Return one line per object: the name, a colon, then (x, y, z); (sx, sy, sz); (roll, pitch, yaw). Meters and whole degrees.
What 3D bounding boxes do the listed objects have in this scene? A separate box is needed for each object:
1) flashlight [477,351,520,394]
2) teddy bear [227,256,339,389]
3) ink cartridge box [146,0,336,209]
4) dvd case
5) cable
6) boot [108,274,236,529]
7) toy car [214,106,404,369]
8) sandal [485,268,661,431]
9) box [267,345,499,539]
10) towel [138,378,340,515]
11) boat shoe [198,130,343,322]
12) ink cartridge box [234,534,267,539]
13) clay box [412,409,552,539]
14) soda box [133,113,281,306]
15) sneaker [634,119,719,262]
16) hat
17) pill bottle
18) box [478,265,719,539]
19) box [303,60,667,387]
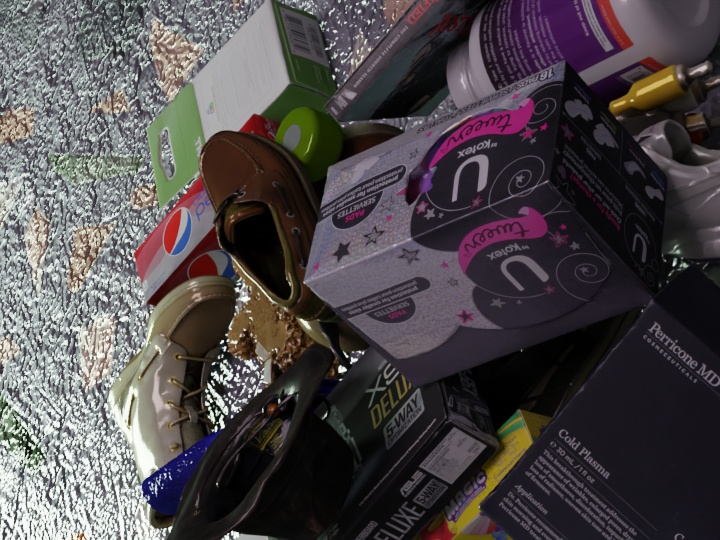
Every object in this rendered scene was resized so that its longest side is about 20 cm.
flashlight: (0.125, 0.007, 1.538); (0.068, 0.068, 0.200); (46, 117, 52)
teddy bear: (-0.054, 0.055, 1.745); (0.145, 0.067, 0.200); (-50, 49, 40)
ink cartridge box: (-0.110, -0.142, 1.878); (0.200, 0.059, 0.104); (-41, 47, 34)
dvd case: (0.074, -0.190, 1.574); (0.022, 0.146, 0.200); (50, 116, 17)
cable: (0.165, -0.094, 1.463); (0.200, 0.097, 0.050); (-10, 53, 18)
boot: (-0.151, 0.116, 1.820); (0.200, 0.072, 0.155); (-55, 40, 34)
toy car: (0.000, 0.000, 1.602); (0.158, 0.164, 0.200); (-43, 46, 33)
sandal: (0.158, 0.070, 1.482); (0.201, 0.057, 0.080); (-52, 35, 2)
box: (0.009, 0.136, 1.475); (0.200, 0.050, 0.158); (-50, 26, 22)
towel: (-0.067, 0.141, 1.646); (0.200, 0.148, 0.050); (-37, 54, 40)
boat shoe: (-0.073, -0.041, 1.532); (0.200, 0.068, 0.072); (48, 120, 37)
ink cartridge box: (-0.026, 0.249, 1.608); (0.200, 0.087, 0.145); (-48, 45, 29)
clay box: (0.112, 0.167, 1.448); (0.200, 0.115, 0.048); (-48, 45, 28)
soda box: (-0.119, -0.046, 1.845); (0.200, 0.070, 0.063); (-46, 44, 30)
sneaker: (0.188, -0.055, 1.427); (0.200, 0.075, 0.100); (-4, 106, 28)
hat: (-0.056, 0.147, 1.430); (0.201, 0.081, 0.201); (-47, 12, 13)
pill bottle: (0.159, -0.170, 1.518); (0.200, 0.112, 0.113); (-24, 59, 43)
box: (0.213, 0.135, 1.272); (0.200, 0.104, 0.182); (42, 115, 9)
box: (0.082, -0.026, 1.353); (0.200, 0.132, 0.115); (-23, 39, 32)
